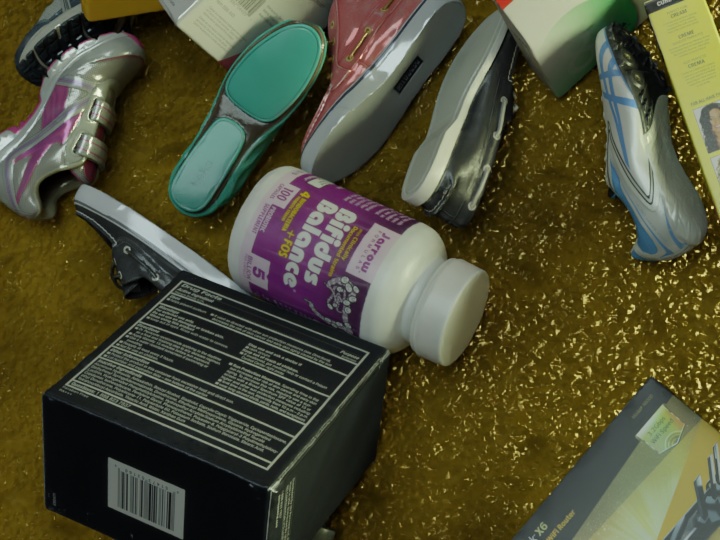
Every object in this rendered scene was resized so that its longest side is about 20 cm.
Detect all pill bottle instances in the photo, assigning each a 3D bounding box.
[{"bbox_3d":[0.000,0.000,1.320,0.199,0.112,0.113,24,82,22],"label":"pill bottle"}]

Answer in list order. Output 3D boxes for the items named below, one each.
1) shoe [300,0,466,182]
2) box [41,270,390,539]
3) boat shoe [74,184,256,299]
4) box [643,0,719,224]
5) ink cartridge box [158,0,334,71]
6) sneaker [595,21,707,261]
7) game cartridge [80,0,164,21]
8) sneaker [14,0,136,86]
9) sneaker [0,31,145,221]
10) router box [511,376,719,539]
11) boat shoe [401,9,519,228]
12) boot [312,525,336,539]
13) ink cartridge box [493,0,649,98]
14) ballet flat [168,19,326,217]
[{"bbox_3d":[-0.002,-0.173,1.399,0.091,0.071,0.201,37,88,32],"label":"shoe"},{"bbox_3d":[-0.109,0.123,1.259,0.198,0.124,0.198,20,37,19],"label":"box"},{"bbox_3d":[-0.181,-0.001,1.403,0.199,0.070,0.067,34,85,15],"label":"boat shoe"},{"bbox_3d":[0.283,-0.122,1.293,0.050,0.075,0.202,-20,71,12],"label":"box"},{"bbox_3d":[-0.070,-0.272,1.392,0.200,0.146,0.085,-41,59,7],"label":"ink cartridge box"},{"bbox_3d":[0.219,-0.103,1.305,0.072,0.072,0.202,-25,71,37],"label":"sneaker"},{"bbox_3d":[-0.163,-0.322,1.401,0.175,0.201,0.033,-12,41,-18],"label":"game cartridge"},{"bbox_3d":[-0.244,-0.252,1.499,0.200,0.078,0.086,-43,54,-6],"label":"sneaker"},{"bbox_3d":[-0.254,-0.123,1.457,0.088,0.081,0.200,42,95,19],"label":"sneaker"},{"bbox_3d":[0.218,0.208,1.226,0.157,0.052,0.200,40,88,23],"label":"router box"},{"bbox_3d":[0.098,-0.129,1.356,0.060,0.074,0.201,31,63,-18],"label":"boat shoe"},{"bbox_3d":[-0.123,0.280,1.306,0.163,0.066,0.202,17,84,22],"label":"boot"},{"bbox_3d":[0.181,-0.246,1.290,0.161,0.200,0.050,-42,62,2],"label":"ink cartridge box"},{"bbox_3d":[-0.097,-0.134,1.407,0.067,0.070,0.201,37,99,2],"label":"ballet flat"}]
